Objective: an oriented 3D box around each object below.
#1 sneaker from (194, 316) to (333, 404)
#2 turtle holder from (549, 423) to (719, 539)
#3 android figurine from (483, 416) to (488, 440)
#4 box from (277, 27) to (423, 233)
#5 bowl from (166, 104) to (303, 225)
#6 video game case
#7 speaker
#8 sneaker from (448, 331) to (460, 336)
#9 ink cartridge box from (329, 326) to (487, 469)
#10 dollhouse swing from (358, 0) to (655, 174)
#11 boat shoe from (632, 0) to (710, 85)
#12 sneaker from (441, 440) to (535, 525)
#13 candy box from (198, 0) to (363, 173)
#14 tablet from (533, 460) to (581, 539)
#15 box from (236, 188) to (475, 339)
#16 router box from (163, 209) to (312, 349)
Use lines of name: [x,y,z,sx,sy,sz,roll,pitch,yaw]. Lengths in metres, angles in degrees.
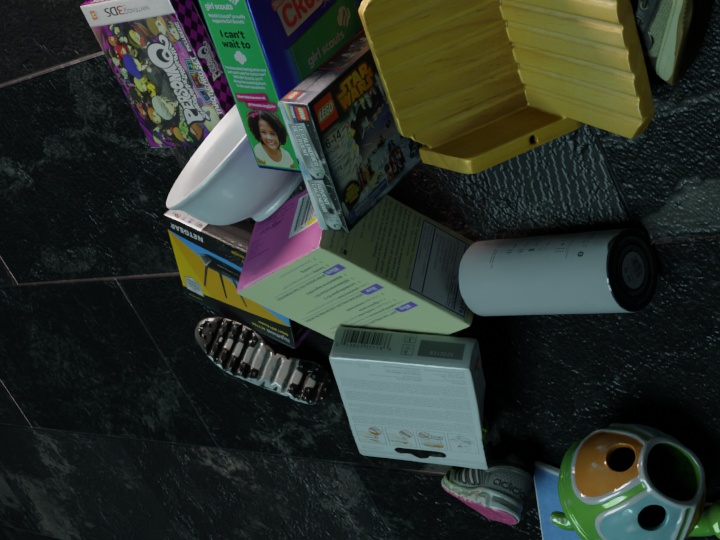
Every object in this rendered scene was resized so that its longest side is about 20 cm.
sneaker: [-0.135,0.125,1.755,0.198,0.067,0.090,26,169,-8]
turtle holder: [0.301,0.241,1.358,0.186,0.141,0.132,48,145,1]
android figurine: [0.066,0.176,1.586,0.180,0.041,0.200,17,163,8]
box: [0.013,-0.149,1.232,0.040,0.200,0.138,9,132,37]
bowl: [-0.116,-0.118,1.428,0.090,0.202,0.201,41,148,-17]
video game case: [-0.232,-0.242,1.557,0.180,0.036,0.201,5,128,46]
speaker: [0.191,0.004,1.295,0.199,0.081,0.082,-5,121,49]
sneaker: [0.053,0.097,1.546,0.075,0.076,0.200,40,147,7]
ink cartridge box: [0.062,0.145,1.461,0.160,0.051,0.201,4,143,16]
dollhouse swing: [0.120,-0.178,1.105,0.176,0.180,0.201,-123,11,-60]
boat shoe: [0.239,-0.234,1.011,0.064,0.073,0.201,24,140,22]
sneaker: [0.162,0.252,1.593,0.073,0.088,0.200,32,170,-9]
candy box: [-0.057,-0.225,1.261,0.076,0.169,0.201,7,130,39]
tablet: [0.273,0.323,1.585,0.129,0.014,0.202,19,136,36]
box: [0.000,0.000,1.408,0.199,0.098,0.175,27,150,-24]
router box: [-0.157,0.001,1.702,0.199,0.051,0.150,23,141,32]
